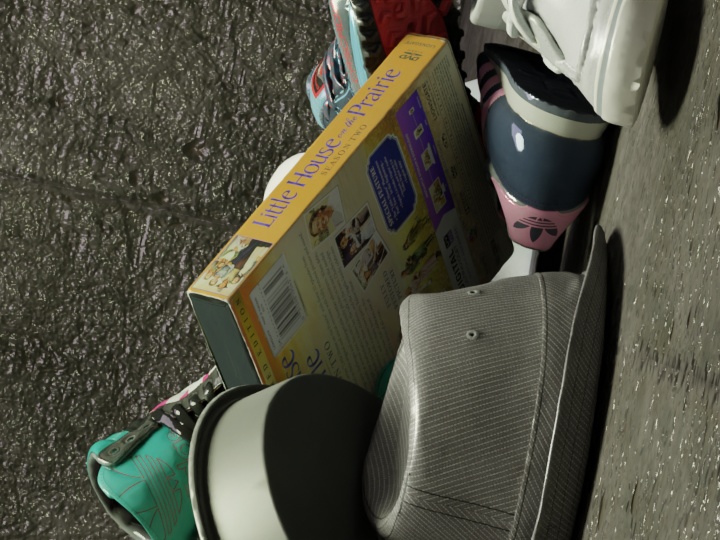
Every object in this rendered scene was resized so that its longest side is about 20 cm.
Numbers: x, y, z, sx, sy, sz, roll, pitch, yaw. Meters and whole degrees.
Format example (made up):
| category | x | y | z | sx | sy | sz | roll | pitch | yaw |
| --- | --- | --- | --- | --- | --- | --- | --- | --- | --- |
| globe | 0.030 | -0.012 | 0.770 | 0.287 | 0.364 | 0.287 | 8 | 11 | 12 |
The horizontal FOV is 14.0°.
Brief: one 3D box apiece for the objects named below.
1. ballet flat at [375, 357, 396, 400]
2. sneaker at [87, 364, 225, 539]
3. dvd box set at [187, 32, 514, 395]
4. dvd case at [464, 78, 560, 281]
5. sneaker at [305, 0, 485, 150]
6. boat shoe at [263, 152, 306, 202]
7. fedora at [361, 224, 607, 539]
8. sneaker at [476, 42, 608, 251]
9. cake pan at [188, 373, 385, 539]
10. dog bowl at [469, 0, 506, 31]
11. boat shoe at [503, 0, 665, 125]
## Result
| category | x | y | z | sx | sy | sz | roll | pitch | yaw |
| --- | --- | --- | --- | --- | --- | --- | --- | --- | --- |
| ballet flat | 0.042 | 0.140 | 1.474 | 0.070 | 0.067 | 0.201 | 31 | 131 | 57 |
| sneaker | -0.079 | 0.089 | 1.547 | 0.121 | 0.084 | 0.200 | -47 | 3 | -41 |
| dvd box set | 0.000 | 0.000 | 1.464 | 0.200 | 0.029 | 0.147 | -51 | -42 | -32 |
| dvd case | 0.045 | -0.039 | 1.670 | 0.199 | 0.017 | 0.144 | -14 | 57 | 46 |
| sneaker | 0.005 | -0.094 | 1.557 | 0.080 | 0.095 | 0.200 | -60 | -31 | -27 |
| boat shoe | 0.012 | 0.022 | 1.606 | 0.072 | 0.068 | 0.200 | -48 | 53 | 16 |
| fedora | 0.053 | 0.064 | 1.321 | 0.201 | 0.090 | 0.178 | -80 | 3 | -54 |
| sneaker | 0.085 | -0.067 | 1.505 | 0.200 | 0.070 | 0.083 | -78 | 3 | -77 |
| cake pan | 0.004 | 0.131 | 1.344 | 0.037 | 0.200 | 0.201 | -36 | 24 | 26 |
| dog bowl | 0.113 | -0.214 | 1.470 | 0.200 | 0.078 | 0.202 | -169 | 90 | -89 |
| boat shoe | 0.094 | -0.116 | 1.276 | 0.200 | 0.068 | 0.072 | -81 | 3 | -69 |
